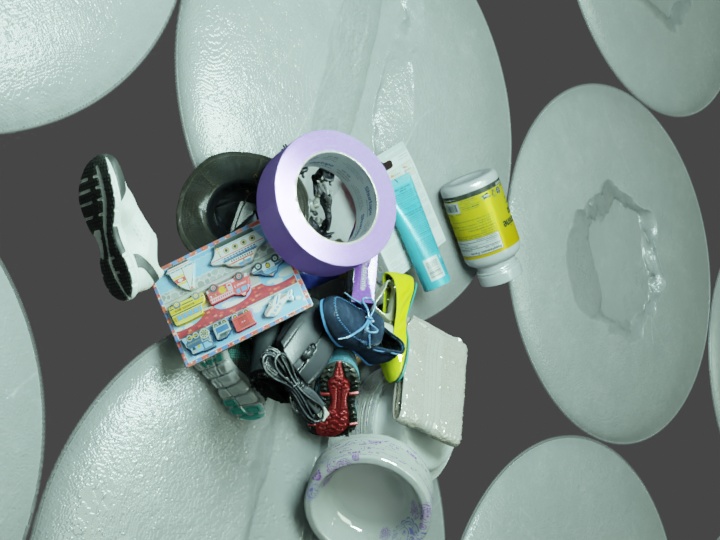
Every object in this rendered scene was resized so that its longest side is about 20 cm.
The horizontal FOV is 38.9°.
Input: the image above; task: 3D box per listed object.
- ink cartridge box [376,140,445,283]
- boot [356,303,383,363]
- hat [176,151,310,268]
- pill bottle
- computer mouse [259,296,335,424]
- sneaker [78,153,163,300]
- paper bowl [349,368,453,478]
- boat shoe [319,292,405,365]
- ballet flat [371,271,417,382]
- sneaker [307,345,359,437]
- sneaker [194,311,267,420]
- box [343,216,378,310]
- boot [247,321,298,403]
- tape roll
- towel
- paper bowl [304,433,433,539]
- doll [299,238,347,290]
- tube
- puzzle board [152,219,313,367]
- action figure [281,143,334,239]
[{"bbox_3d":[0.054,-0.102,1.784,0.160,0.047,0.202,-35,105,-39],"label":"ink cartridge box"},{"bbox_3d":[0.018,0.132,1.704,0.200,0.073,0.076,-39,117,-41],"label":"boot"},{"bbox_3d":[-0.171,-0.080,1.526,0.198,0.081,0.203,0,79,2],"label":"hat"},{"bbox_3d":[0.231,-0.078,1.893,0.112,0.112,0.202,-31,106,-40],"label":"pill bottle"},{"bbox_3d":[-0.070,0.108,1.462,0.139,0.052,0.201,53,28,-26],"label":"computer mouse"},{"bbox_3d":[-0.331,-0.064,1.417,0.080,0.073,0.203,-24,106,-52],"label":"sneaker"},{"bbox_3d":[0.085,0.261,1.713,0.199,0.104,0.204,8,78,-41],"label":"paper bowl"},{"bbox_3d":[0.006,0.079,1.507,0.200,0.068,0.085,35,46,-59],"label":"boat shoe"},{"bbox_3d":[0.045,0.086,1.652,0.067,0.067,0.202,26,52,-21],"label":"ballet flat"},{"bbox_3d":[-0.036,0.181,1.596,0.078,0.201,0.096,8,44,-8],"label":"sneaker"},{"bbox_3d":[-0.195,0.124,1.519,0.201,0.077,0.091,61,35,-22],"label":"sneaker"},{"bbox_3d":[0.000,0.000,1.627,0.039,0.200,0.139,5,79,-4],"label":"box"},{"bbox_3d":[-0.107,0.122,1.532,0.200,0.076,0.170,43,37,-53],"label":"boot"},{"bbox_3d":[-0.048,-0.096,1.467,0.198,0.065,0.203,9,71,-28],"label":"tape roll"},{"bbox_3d":[0.116,0.177,1.659,0.132,0.034,0.202,27,49,-25],"label":"towel"},{"bbox_3d":[0.016,0.346,1.598,0.202,0.199,0.105,59,19,-19],"label":"paper bowl"},{"bbox_3d":[-0.113,0.011,1.591,0.198,0.048,0.138,-14,129,-31],"label":"doll"},{"bbox_3d":[0.096,-0.065,1.757,0.077,0.050,0.202,-28,98,-45],"label":"tube"},{"bbox_3d":[-0.186,0.027,1.450,0.198,0.017,0.152,-26,76,-4],"label":"puzzle board"},{"bbox_3d":[-0.092,-0.108,1.600,0.117,0.201,0.103,-3,47,-18],"label":"action figure"}]
